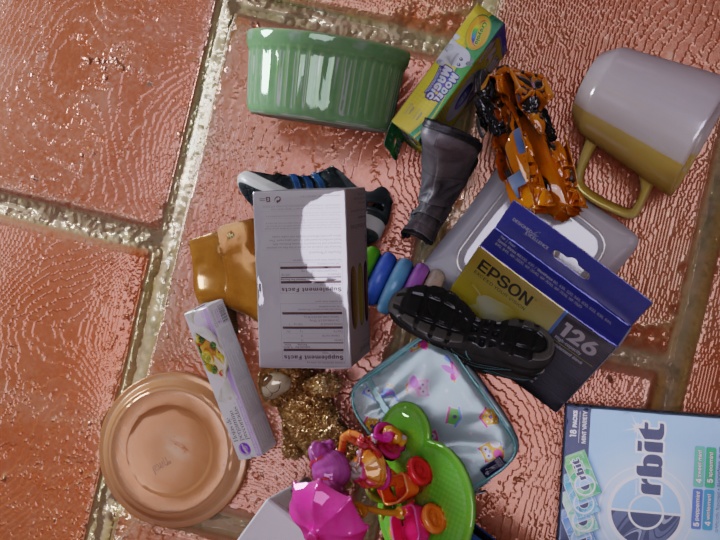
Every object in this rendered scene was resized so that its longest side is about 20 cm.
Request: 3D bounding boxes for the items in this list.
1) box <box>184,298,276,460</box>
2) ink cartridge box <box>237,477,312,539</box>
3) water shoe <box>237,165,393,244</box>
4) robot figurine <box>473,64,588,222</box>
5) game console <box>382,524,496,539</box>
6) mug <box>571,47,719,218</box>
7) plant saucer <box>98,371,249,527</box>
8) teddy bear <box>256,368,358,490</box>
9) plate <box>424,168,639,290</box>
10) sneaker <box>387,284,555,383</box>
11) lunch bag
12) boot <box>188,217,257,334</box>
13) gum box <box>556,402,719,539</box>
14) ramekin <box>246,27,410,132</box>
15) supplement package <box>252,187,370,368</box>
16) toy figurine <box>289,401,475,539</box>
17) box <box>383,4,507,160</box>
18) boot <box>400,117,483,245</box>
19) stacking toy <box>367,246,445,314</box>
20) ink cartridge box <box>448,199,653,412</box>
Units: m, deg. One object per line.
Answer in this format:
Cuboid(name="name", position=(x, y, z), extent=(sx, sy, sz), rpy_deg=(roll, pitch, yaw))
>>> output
Cuboid(name="box", position=(-0.162, 0.136, 1.283), extent=(0.039, 0.041, 0.201), rpy_deg=(-16, 98, 28))
Cuboid(name="ink cartridge box", position=(-0.095, 0.336, 1.218), extent=(0.084, 0.200, 0.145), rpy_deg=(36, 92, 10))
Cuboid(name="water shoe", position=(-0.057, -0.095, 1.311), extent=(0.199, 0.072, 0.079), rpy_deg=(21, 65, 7))
Cuboid(name="robot figurine", position=(0.203, -0.158, 1.229), extent=(0.058, 0.145, 0.201), rpy_deg=(-25, 74, 41))
Cuboid(name="game console", position=(0.116, 0.380, 1.215), extent=(0.200, 0.118, 0.171), rpy_deg=(38, 92, -1))
Cuboid(name="mug", position=(0.328, -0.174, 1.220), extent=(0.153, 0.149, 0.187), rpy_deg=(30, 83, 16))
Cuboid(name="plant saucer", position=(-0.243, 0.231, 1.327), extent=(0.200, 0.032, 0.201), rpy_deg=(0, 87, 8))
Cuboid(name="teddy bear", position=(-0.062, 0.185, 1.267), extent=(0.067, 0.145, 0.200), rpy_deg=(-25, 88, -37))
Cuboid(name="plate", position=(0.211, -0.021, 1.280), extent=(0.199, 0.032, 0.200), rpy_deg=(38, 93, 7))
Cuboid(name="sneaker", position=(0.123, 0.083, 1.202), extent=(0.199, 0.079, 0.076), rpy_deg=(21, 54, 5))
Cuboid(name="lunch bag", position=(0.090, 0.189, 1.262), extent=(0.160, 0.077, 0.200), rpy_deg=(-34, 84, 4))
Cuboid(name="boot", position=(-0.119, 0.004, 1.300), extent=(0.201, 0.071, 0.145), rpy_deg=(-8, 90, 12))
Cuboid(name="gum box", position=(0.343, 0.254, 1.242), extent=(0.199, 0.045, 0.171), rpy_deg=(4, 88, 8))
Cuboid(name="ramekin", position=(-0.044, -0.227, 1.244), extent=(0.199, 0.200, 0.098), rpy_deg=(9, 96, 8))
Cuboid(name="supplement package", position=(-0.054, 0.006, 1.190), extent=(0.109, 0.114, 0.201), rpy_deg=(-1, 96, 12))
Cuboid(name="toy figurine", position=(0.004, 0.233, 1.118), extent=(0.150, 0.184, 0.200), rpy_deg=(-36, 57, 37))
Cuboid(name="box", position=(0.103, -0.217, 1.260), extent=(0.048, 0.117, 0.200), rpy_deg=(39, 93, 11))
Cuboid(name="boot", position=(0.089, -0.096, 1.216), extent=(0.070, 0.200, 0.132), rpy_deg=(25, 87, 17))
Cuboid(name="stacking toy", position=(0.000, 0.000, 1.273), extent=(0.200, 0.085, 0.086), rpy_deg=(25, 91, 5))
Cuboid(name="ink cartridge box", position=(0.206, 0.049, 1.212), extent=(0.197, 0.047, 0.200), rpy_deg=(37, 137, 9))
